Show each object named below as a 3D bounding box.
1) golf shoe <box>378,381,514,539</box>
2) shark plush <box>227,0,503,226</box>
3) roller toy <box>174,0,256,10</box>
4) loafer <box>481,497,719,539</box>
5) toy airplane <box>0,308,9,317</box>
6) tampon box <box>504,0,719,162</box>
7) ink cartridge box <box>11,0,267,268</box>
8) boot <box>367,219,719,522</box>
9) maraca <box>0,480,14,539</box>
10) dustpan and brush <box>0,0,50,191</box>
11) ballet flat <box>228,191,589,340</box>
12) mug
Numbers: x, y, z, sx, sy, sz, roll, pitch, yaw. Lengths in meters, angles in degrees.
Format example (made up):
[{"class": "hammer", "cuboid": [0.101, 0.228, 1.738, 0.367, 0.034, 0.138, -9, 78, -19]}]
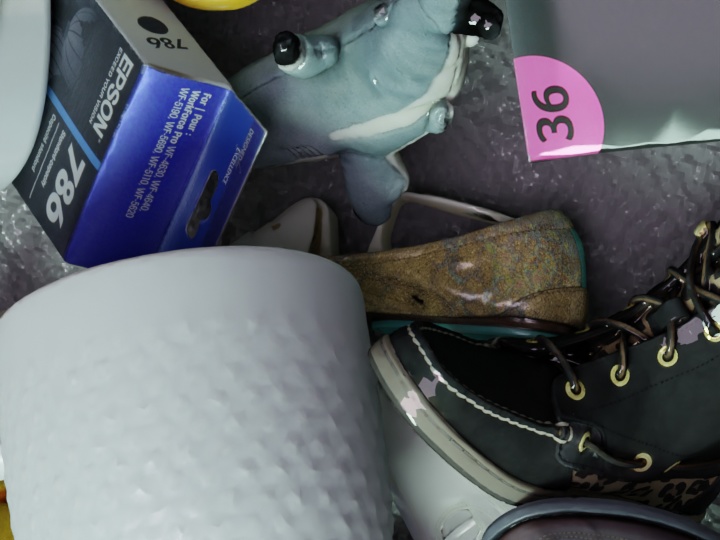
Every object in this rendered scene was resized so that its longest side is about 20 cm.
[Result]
[{"class": "golf shoe", "cuboid": [0.069, 0.124, 1.022, 0.200, 0.092, 0.073, 47, 115, 3]}, {"class": "shark plush", "cuboid": [-0.002, -0.072, 0.940, 0.083, 0.200, 0.092, 4, 83, -25]}, {"class": "roller toy", "cuboid": [-0.066, -0.222, 0.948, 0.182, 0.140, 0.200, -44, 82, 14]}, {"class": "loafer", "cuboid": [0.131, 0.147, 0.964, 0.199, 0.063, 0.072, 26, 131, -33]}, {"class": "toy airplane", "cuboid": [-0.253, 0.046, 1.080, 0.199, 0.141, 0.199, -34, 111, 10]}, {"class": "tampon box", "cuboid": [0.158, -0.133, 0.904, 0.199, 0.126, 0.151, -6, 102, 20]}, {"class": "ink cartridge box", "cuboid": [-0.115, -0.078, 0.999, 0.200, 0.039, 0.100, 49, 127, 36]}, {"class": "boot", "cuboid": [0.110, 0.026, 0.947, 0.151, 0.199, 0.073, -47, 44, 18]}, {"class": "maraca", "cuboid": [-0.139, 0.148, 1.026, 0.136, 0.201, 0.107, -13, 128, 2]}, {"class": "dustpan and brush", "cuboid": [-0.166, -0.049, 0.984, 0.139, 0.057, 0.201, -32, 67, 48]}, {"class": "ballet flat", "cuboid": [0.000, 0.000, 1.032, 0.198, 0.071, 0.071, -1, 104, 19]}, {"class": "mug", "cuboid": [-0.083, 0.105, 0.936, 0.199, 0.148, 0.177, -13, 69, 12]}]
